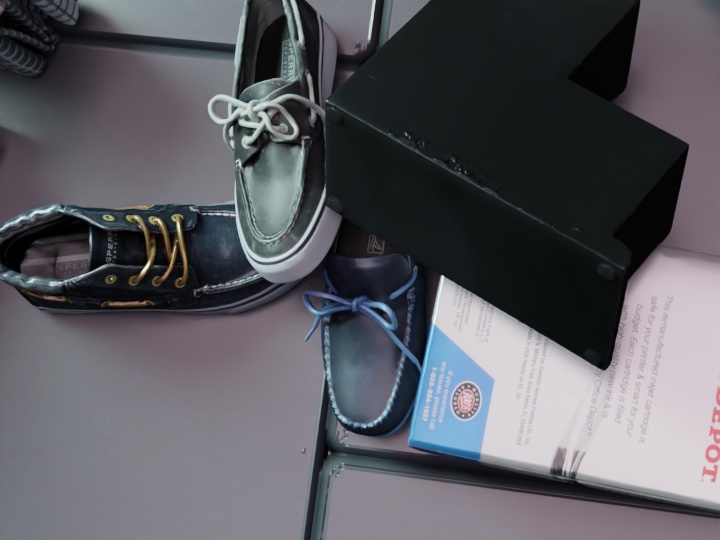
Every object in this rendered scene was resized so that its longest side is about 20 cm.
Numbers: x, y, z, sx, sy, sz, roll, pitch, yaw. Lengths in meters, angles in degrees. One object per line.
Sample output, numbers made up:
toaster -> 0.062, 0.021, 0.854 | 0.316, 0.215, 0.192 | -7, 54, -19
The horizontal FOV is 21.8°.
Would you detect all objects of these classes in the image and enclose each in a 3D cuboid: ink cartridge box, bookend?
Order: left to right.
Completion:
bookend -> 0.115, -0.081, 1.079 | 0.198, 0.092, 0.200 | 30, 57, 21
ink cartridge box -> 0.142, 0.056, 1.116 | 0.198, 0.084, 0.147 | 11, 83, 10

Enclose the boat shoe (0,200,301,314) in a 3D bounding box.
boat shoe -> -0.129, -0.008, 1.164 | 0.199, 0.091, 0.071 | -7, 80, 7

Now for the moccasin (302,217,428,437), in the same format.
moccasin -> 0.000, 0.000, 1.152 | 0.080, 0.068, 0.202 | -3, 78, 15

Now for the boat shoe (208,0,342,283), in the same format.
boat shoe -> -0.051, -0.091, 1.141 | 0.073, 0.068, 0.201 | -9, 58, 26

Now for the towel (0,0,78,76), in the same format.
towel -> -0.295, -0.185, 1.179 | 0.199, 0.166, 0.086 | 20, 88, 12
